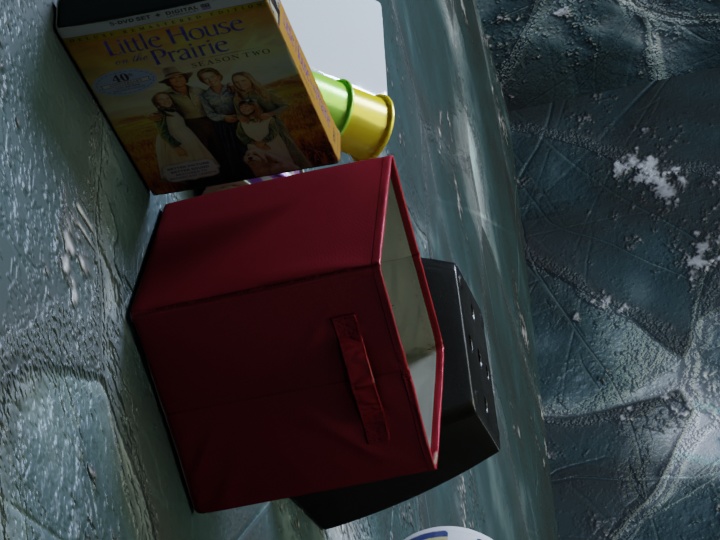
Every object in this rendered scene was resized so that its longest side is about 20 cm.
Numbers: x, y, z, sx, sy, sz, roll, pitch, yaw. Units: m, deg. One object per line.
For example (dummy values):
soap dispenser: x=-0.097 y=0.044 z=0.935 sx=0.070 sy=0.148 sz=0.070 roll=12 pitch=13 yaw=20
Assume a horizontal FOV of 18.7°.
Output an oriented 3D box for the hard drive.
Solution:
hard drive: x=-0.068 y=-0.209 z=1.795 sx=0.199 sy=0.027 sz=0.133 roll=22 pitch=44 yaw=-26

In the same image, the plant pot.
plant pot: x=0.019 y=0.093 z=1.892 sx=0.200 sy=0.176 sz=0.201 roll=59 pitch=23 yaw=-66

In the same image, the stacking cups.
stacking cups: x=-0.070 y=-0.139 z=1.712 sx=0.199 sy=0.060 sz=0.061 roll=17 pitch=51 yaw=-31

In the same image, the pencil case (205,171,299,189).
pencil case: x=-0.084 y=-0.118 z=1.790 sx=0.085 sy=0.084 sz=0.201 roll=25 pitch=41 yaw=-24

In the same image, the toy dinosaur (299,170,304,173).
toy dinosaur: x=0.000 y=0.000 z=1.733 sx=0.199 sy=0.103 sz=0.077 roll=19 pitch=26 yaw=-43

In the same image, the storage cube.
storage cube: x=-0.046 y=0.044 z=1.562 sx=0.200 sy=0.178 sz=0.172 roll=-84 pitch=161 yaw=-62

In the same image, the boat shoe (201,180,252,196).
boat shoe: x=-0.089 y=0.012 z=1.683 sx=0.061 sy=0.071 sz=0.203 roll=-91 pitch=174 yaw=-63

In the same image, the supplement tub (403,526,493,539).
supplement tub: x=0.081 y=0.349 z=2.052 sx=0.200 sy=0.143 sz=0.145 roll=-81 pitch=157 yaw=-63

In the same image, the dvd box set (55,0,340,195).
dvd box set: x=-0.107 y=-0.128 z=1.500 sx=0.200 sy=0.145 sz=0.030 roll=66 pitch=18 yaw=-55
